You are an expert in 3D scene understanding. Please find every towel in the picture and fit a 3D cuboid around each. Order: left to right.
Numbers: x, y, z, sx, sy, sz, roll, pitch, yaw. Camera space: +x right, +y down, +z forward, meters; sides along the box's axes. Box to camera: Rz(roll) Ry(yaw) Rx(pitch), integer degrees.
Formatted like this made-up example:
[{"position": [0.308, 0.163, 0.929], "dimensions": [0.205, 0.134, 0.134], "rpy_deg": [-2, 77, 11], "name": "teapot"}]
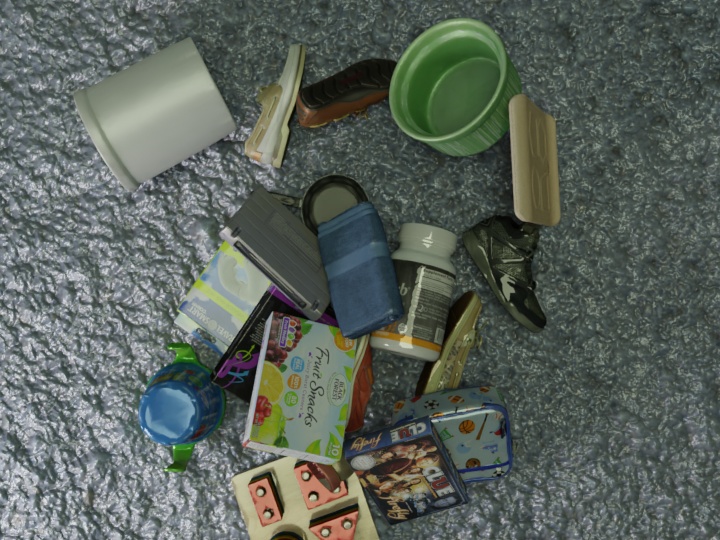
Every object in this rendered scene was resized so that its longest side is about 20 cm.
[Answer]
[{"position": [0.000, 0.000, 1.283], "dimensions": [0.111, 0.048, 0.202], "rpy_deg": [-24, 62, 21], "name": "towel"}]

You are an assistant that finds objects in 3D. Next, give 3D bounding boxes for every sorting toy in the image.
[{"position": [-0.087, 0.396, 1.333], "dimensions": [0.198, 0.070, 0.201], "rpy_deg": [-20, 89, -1], "name": "sorting toy"}, {"position": [0.267, -0.165, 1.295], "dimensions": [0.036, 0.199, 0.188], "rpy_deg": [-4, 89, 27], "name": "sorting toy"}]

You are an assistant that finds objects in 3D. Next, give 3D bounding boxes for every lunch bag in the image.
[{"position": [0.148, 0.270, 1.316], "dimensions": [0.197, 0.076, 0.162], "rpy_deg": [-7, 116, 1], "name": "lunch bag"}]

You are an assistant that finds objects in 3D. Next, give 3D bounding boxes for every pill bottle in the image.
[{"position": [0.088, 0.035, 1.313], "dimensions": [0.115, 0.116, 0.202], "rpy_deg": [12, 82, 0], "name": "pill bottle"}]

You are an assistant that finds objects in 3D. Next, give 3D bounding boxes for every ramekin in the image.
[{"position": [0.152, -0.277, 1.292], "dimensions": [0.198, 0.097, 0.202], "rpy_deg": [-12, 68, 31], "name": "ramekin"}]

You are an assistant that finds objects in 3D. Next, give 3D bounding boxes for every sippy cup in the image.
[{"position": [-0.287, 0.214, 1.305], "dimensions": [0.139, 0.130, 0.179], "rpy_deg": [-34, 89, -1], "name": "sippy cup"}]

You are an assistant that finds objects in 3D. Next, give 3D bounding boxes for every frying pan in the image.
[{"position": [-0.076, -0.091, 1.360], "dimensions": [0.188, 0.031, 0.116], "rpy_deg": [-12, 90, 3], "name": "frying pan"}]

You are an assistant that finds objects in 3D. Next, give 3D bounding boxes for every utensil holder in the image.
[{"position": [-0.313, -0.245, 1.297], "dimensions": [0.199, 0.170, 0.171], "rpy_deg": [-28, 89, -4], "name": "utensil holder"}]

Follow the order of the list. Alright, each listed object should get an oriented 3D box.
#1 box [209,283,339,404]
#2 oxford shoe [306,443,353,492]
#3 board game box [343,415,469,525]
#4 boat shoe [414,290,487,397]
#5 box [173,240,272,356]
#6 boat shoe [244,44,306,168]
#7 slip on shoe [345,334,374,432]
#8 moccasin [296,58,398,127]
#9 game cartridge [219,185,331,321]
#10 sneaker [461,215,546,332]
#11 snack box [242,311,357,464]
[{"position": [-0.128, 0.126, 1.332], "dimensions": [0.142, 0.036, 0.201], "rpy_deg": [35, 88, -21], "name": "box"}, {"position": [-0.077, 0.242, 1.295], "dimensions": [0.074, 0.071, 0.201], "rpy_deg": [-32, 79, -23], "name": "oxford shoe"}, {"position": [0.073, 0.306, 1.257], "dimensions": [0.134, 0.035, 0.201], "rpy_deg": [-19, 131, 11], "name": "board game box"}, {"position": [0.153, 0.130, 1.343], "dimensions": [0.062, 0.073, 0.202], "rpy_deg": [23, 101, -9], "name": "boat shoe"}, {"position": [-0.203, 0.034, 1.350], "dimensions": [0.121, 0.048, 0.201], "rpy_deg": [35, 88, 0], "name": "box"}, {"position": [-0.136, -0.271, 1.342], "dimensions": [0.068, 0.075, 0.202], "rpy_deg": [14, 88, -3], "name": "boat shoe"}, {"position": [-0.008, 0.163, 1.346], "dimensions": [0.061, 0.074, 0.203], "rpy_deg": [15, 81, -35], "name": "slip on shoe"}, {"position": [-0.010, -0.281, 1.344], "dimensions": [0.200, 0.078, 0.074], "rpy_deg": [-31, 73, -19], "name": "moccasin"}, {"position": [-0.116, -0.028, 1.302], "dimensions": [0.200, 0.130, 0.038], "rpy_deg": [44, 126, -11], "name": "game cartridge"}, {"position": [0.258, -0.003, 1.327], "dimensions": [0.114, 0.076, 0.201], "rpy_deg": [-33, 85, 22], "name": "sneaker"}, {"position": [-0.087, 0.176, 1.250], "dimensions": [0.141, 0.053, 0.202], "rpy_deg": [16, 63, -15], "name": "snack box"}]
